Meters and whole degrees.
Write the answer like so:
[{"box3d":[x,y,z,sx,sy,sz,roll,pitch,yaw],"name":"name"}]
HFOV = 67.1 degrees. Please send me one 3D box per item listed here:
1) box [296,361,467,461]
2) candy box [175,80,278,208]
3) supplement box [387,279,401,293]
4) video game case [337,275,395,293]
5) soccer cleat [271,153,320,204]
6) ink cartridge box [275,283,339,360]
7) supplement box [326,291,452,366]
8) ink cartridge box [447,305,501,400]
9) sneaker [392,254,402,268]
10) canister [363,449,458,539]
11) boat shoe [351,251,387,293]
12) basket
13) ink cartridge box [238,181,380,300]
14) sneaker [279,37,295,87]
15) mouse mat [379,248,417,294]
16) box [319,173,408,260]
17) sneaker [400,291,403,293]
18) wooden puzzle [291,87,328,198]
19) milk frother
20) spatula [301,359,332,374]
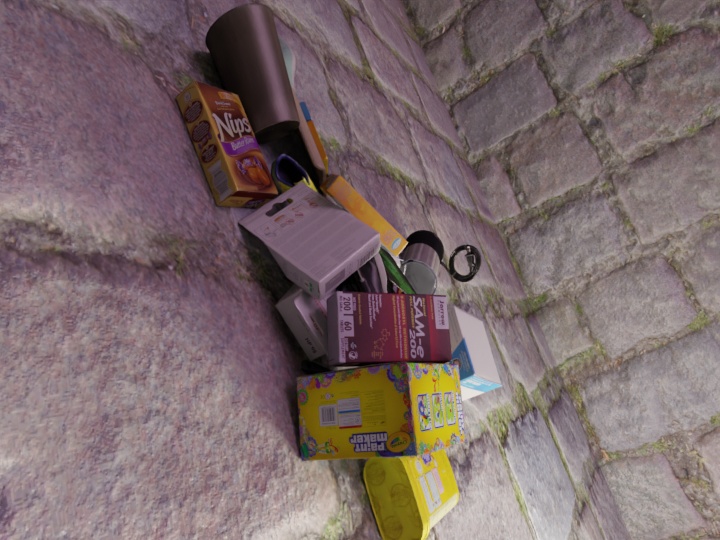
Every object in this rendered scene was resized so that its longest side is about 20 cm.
[{"box3d":[0.036,0.215,0.839,0.191,0.195,0.126,15,65,-56],"name":"box"},{"box3d":[-0.227,-0.212,0.932,0.116,0.056,0.205,-9,73,-63],"name":"candy box"},{"box3d":[0.000,0.000,1.135,0.201,0.084,0.112,51,28,-26],"name":"supplement box"},{"box3d":[0.010,0.063,0.998,0.144,0.019,0.203,52,32,-26],"name":"video game case"},{"box3d":[-0.101,-0.134,1.030,0.201,0.064,0.084,49,-20,6],"name":"soccer cleat"},{"box3d":[-0.075,0.068,0.945,0.118,0.065,0.201,58,25,-12],"name":"ink cartridge box"},{"box3d":[0.046,0.096,0.871,0.193,0.061,0.113,2,74,-21],"name":"supplement box"},{"box3d":[0.162,0.194,1.133,0.143,0.197,0.151,24,44,-49],"name":"ink cartridge box"},{"box3d":[0.018,-0.059,1.254,0.204,0.066,0.108,54,27,-12],"name":"sneaker"},{"box3d":[0.097,0.380,0.962,0.198,0.085,0.153,11,56,-61],"name":"canister"},{"box3d":[0.027,0.067,0.946,0.074,0.058,0.207,148,-73,-77],"name":"boat shoe"},{"box3d":[-0.197,-0.360,1.033,0.133,0.179,0.206,-20,91,-27],"name":"basket"},{"box3d":[-0.086,-0.056,0.924,0.197,0.051,0.160,32,51,26],"name":"ink cartridge box"},{"box3d":[-0.200,-0.466,1.200,0.118,0.072,0.206,33,40,-57],"name":"sneaker"},{"box3d":[0.055,-0.014,1.066,0.160,0.007,0.202,39,15,-45],"name":"mouse mat"},{"box3d":[0.012,-0.098,1.013,0.199,0.042,0.119,41,1,-16],"name":"box"},{"box3d":[0.064,0.141,1.085,0.077,0.110,0.207,29,57,-45],"name":"sneaker"},{"box3d":[-0.104,-0.269,1.164,0.200,0.036,0.190,81,-12,-80],"name":"wooden puzzle"},{"box3d":[0.202,-0.004,1.407,0.183,0.196,0.189,58,25,-17],"name":"milk frother"},{"box3d":[-0.035,0.196,0.954,0.199,0.020,0.058,39,38,-42],"name":"spatula"}]
